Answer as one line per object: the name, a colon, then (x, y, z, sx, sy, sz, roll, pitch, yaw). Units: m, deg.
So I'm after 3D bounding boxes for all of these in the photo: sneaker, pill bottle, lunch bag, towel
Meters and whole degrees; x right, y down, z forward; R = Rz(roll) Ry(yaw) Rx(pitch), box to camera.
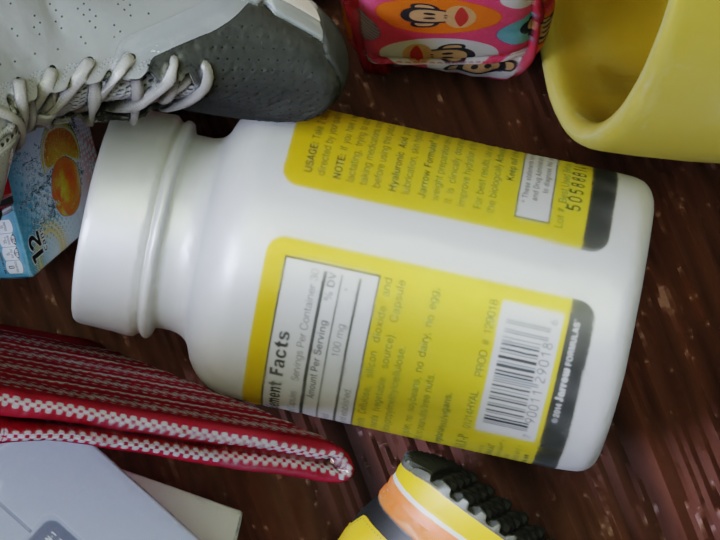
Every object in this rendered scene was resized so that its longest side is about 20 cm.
sneaker: (-0.101, -0.052, 0.912, 0.199, 0.075, 0.116, 13, 56, -16)
sneaker: (0.068, 0.160, 1.001, 0.200, 0.070, 0.090, 42, 99, 9)
pill bottle: (0.000, 0.000, 0.998, 0.199, 0.111, 0.112, 13, 81, 1)
lunch bag: (0.035, -0.173, 0.986, 0.081, 0.200, 0.177, 4, 77, 1)
towel: (-0.110, 0.040, 0.938, 0.144, 0.200, 0.023, 11, 93, -33)

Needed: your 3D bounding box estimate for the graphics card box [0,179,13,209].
graphics card box: (-0.237, -0.013, 0.961, 0.199, 0.125, 0.051, -15, 93, 36)

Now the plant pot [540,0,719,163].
plant pot: (0.180, -0.134, 0.986, 0.188, 0.201, 0.202, 6, 80, -11)

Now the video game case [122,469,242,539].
video game case: (-0.154, 0.151, 0.966, 0.180, 0.045, 0.201, 19, 63, -9)

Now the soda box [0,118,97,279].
soda box: (-0.154, -0.098, 0.995, 0.063, 0.068, 0.201, -3, 112, 26)

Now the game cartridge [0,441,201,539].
game cartridge: (-0.133, 0.151, 0.927, 0.133, 0.042, 0.200, 40, 61, 5)
